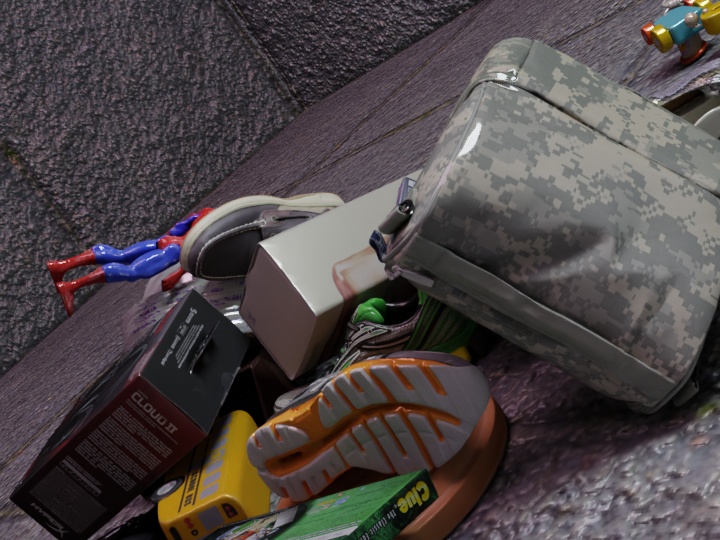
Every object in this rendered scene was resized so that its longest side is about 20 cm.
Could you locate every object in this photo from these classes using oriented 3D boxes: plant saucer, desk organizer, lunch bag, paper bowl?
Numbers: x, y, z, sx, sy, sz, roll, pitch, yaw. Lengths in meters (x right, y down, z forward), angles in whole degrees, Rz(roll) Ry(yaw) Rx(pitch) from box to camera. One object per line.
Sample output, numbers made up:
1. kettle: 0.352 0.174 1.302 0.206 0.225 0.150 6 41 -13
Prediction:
1. plant saucer: 0.010 0.144 0.694 0.199 0.032 0.201 -34 14 9
2. desk organizer: -0.153 0.152 0.986 0.199 0.072 0.077 -27 19 34
3. lunch bag: 0.119 -0.022 0.605 0.140 0.198 0.168 -59 2 41
4. paper bowl: -0.143 0.049 1.022 0.198 0.106 0.201 -12 -20 -4

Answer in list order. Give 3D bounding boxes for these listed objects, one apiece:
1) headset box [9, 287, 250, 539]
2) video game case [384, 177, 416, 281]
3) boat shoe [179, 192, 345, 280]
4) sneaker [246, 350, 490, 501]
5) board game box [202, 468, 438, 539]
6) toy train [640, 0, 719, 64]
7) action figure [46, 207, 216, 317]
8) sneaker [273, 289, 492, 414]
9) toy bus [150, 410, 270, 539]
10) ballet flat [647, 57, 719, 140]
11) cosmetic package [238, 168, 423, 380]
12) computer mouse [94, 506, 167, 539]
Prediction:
1. headset box: -0.184 0.118 0.849 0.200 0.077 0.149 -42 14 24
2. video game case: 0.092 -0.015 0.807 0.200 0.141 0.019 -75 8 -67
3. boat shoe: -0.074 -0.026 0.932 0.198 0.065 0.073 -13 -49 -45
4. sneaker: 0.007 0.090 0.663 0.199 0.079 0.077 -23 10 41
5. board game box: -0.055 0.170 0.603 0.199 0.024 0.104 -26 -1 41
6. toy train: 0.402 -0.282 1.074 0.150 0.056 0.199 -44 19 -32
7. action figure: -0.186 -0.014 0.937 0.198 0.052 0.065 -23 35 -19
8. sneaker: 0.006 0.070 0.833 0.199 0.086 0.078 -34 14 15
9. toy bus: -0.117 0.174 0.822 0.078 0.066 0.200 -28 14 4
10. ballet flat: 0.250 -0.110 0.862 0.199 0.072 0.072 -33 14 22
11. cosmetic package: 0.000 0.000 0.897 0.199 0.087 0.104 -27 -25 -33
12. computer mouse: -0.200 0.246 0.833 0.138 0.053 0.200 -35 14 5
